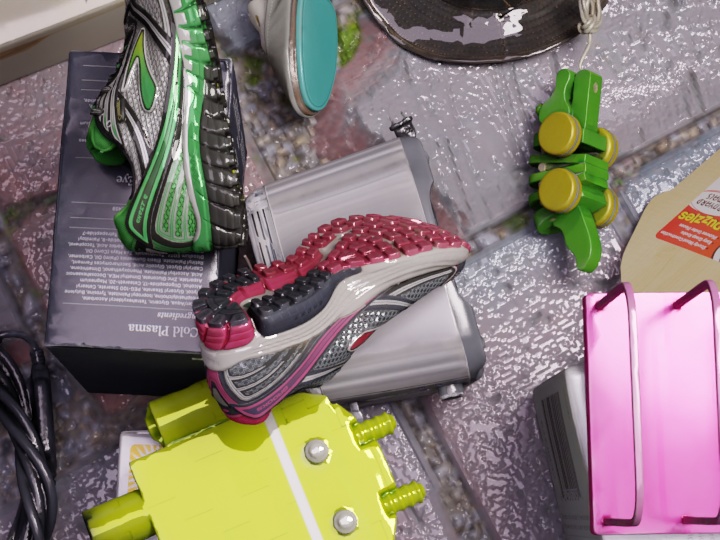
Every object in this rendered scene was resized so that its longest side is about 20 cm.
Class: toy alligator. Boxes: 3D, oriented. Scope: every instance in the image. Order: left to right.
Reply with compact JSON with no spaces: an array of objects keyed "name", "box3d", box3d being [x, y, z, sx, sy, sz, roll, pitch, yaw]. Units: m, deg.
[{"name":"toy alligator","box3d":[0.143,-0.095,1.165,0.054,0.059,0.202,-9,74,40]}]

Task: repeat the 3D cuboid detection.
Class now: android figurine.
[{"name":"android figurine","box3d":[-0.060,0.150,1.008,0.199,0.041,0.183,-20,79,-8]}]

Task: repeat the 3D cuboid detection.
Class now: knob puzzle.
[{"name":"knob puzzle","box3d":[0.256,-0.016,1.095,0.219,0.220,0.031,-37,118,-7]}]

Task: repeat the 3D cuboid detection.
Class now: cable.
[{"name":"cable","box3d":[-0.282,0.139,1.115,0.162,0.051,0.202,-6,79,-1]}]

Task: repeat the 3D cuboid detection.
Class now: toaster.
[{"name":"toaster","box3d":[0.000,0.000,1.113,0.128,0.114,0.201,-16,80,-1]}]

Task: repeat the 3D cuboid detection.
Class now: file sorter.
[{"name":"file sorter","box3d":[0.232,0.074,0.917,0.198,0.125,0.140,-1,82,-1]}]

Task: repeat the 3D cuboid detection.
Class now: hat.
[{"name":"hat","box3d":[0.089,-0.242,1.179,0.199,0.081,0.202,0,79,0]}]

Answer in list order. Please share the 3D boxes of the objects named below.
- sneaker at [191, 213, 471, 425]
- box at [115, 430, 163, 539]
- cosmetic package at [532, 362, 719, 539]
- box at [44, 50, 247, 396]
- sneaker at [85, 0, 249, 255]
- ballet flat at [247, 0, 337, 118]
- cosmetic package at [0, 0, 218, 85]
[{"name":"sneaker","box3d":[-0.016,0.021,0.993,0.199,0.080,0.075,-24,120,-34]},{"name":"box","box3d":[-0.106,0.210,1.067,0.100,0.113,0.202,2,78,-2]},{"name":"cosmetic package","box3d":[0.230,0.126,1.056,0.198,0.165,0.166,-12,82,-2]},{"name":"box","box3d":[-0.132,-0.021,1.072,0.103,0.200,0.184,2,77,-1]},{"name":"sneaker","box3d":[-0.120,-0.106,0.950,0.084,0.078,0.202,-10,78,-2]},{"name":"ballet flat","box3d":[-0.049,-0.202,1.189,0.063,0.067,0.202,-2,76,28]},{"name":"cosmetic package","box3d":[-0.189,-0.220,1.180,0.199,0.071,0.106,-23,79,-5]}]
